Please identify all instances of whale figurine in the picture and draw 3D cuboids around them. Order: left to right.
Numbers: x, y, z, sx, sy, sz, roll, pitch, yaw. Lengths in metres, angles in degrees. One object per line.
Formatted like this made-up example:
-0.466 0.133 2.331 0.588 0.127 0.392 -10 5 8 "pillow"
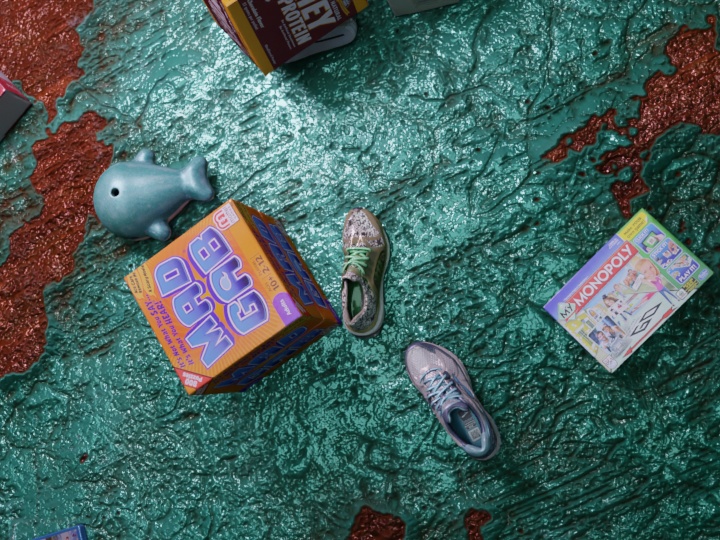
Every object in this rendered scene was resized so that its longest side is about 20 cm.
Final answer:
-0.341 -0.127 1.410 0.199 0.104 0.160 -15 79 13 "whale figurine"

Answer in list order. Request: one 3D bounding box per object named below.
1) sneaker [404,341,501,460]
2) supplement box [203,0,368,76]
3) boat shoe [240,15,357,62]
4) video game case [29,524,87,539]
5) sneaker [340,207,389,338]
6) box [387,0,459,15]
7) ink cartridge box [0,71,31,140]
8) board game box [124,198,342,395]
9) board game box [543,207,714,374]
0.133 0.183 1.254 0.078 0.086 0.200 -40 76 7 "sneaker"
-0.133 -0.439 1.318 0.197 0.133 0.200 -36 49 -5 "supplement box"
-0.098 -0.388 1.402 0.199 0.072 0.071 -5 61 14 "boat shoe"
-0.528 0.515 1.430 0.199 0.018 0.144 -19 78 12 "video game case"
0.000 0.000 1.310 0.076 0.089 0.201 -5 82 15 "sneaker"
0.080 -0.515 1.330 0.108 0.128 0.201 -8 82 13 "box"
-0.709 -0.317 1.543 0.200 0.083 0.147 45 95 15 "ink cartridge box"
-0.183 0.046 1.297 0.200 0.200 0.200 -35 77 9 "board game box"
0.378 0.029 1.236 0.200 0.029 0.135 -46 75 6 "board game box"
